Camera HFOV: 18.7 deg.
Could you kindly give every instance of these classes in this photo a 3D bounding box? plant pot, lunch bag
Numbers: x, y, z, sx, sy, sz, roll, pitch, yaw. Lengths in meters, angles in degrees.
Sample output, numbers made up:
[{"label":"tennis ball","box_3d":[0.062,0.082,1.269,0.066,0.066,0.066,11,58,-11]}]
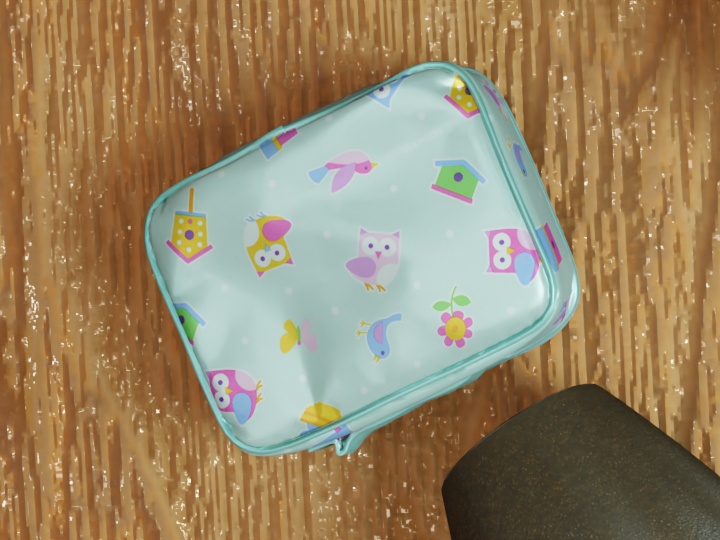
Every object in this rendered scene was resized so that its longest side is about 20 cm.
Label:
[{"label":"plant pot","box_3d":[0.128,0.160,1.023,0.187,0.187,0.201,-39,70,15]},{"label":"lunch bag","box_3d":[0.000,0.000,1.089,0.199,0.077,0.161,-25,88,16]}]
